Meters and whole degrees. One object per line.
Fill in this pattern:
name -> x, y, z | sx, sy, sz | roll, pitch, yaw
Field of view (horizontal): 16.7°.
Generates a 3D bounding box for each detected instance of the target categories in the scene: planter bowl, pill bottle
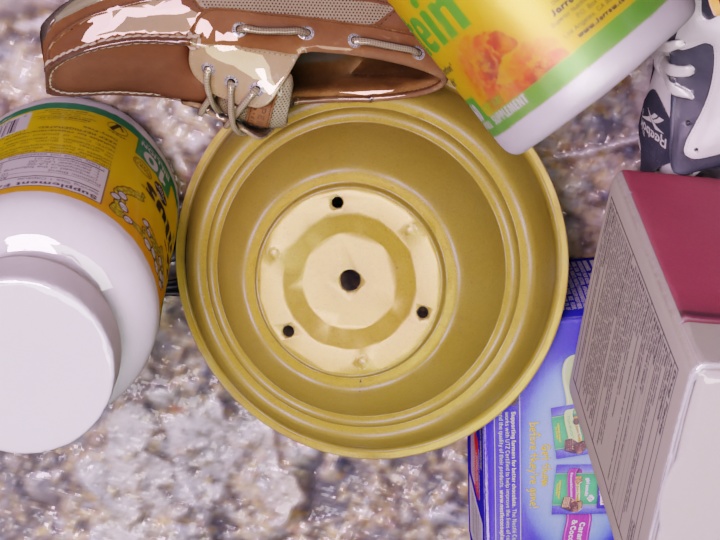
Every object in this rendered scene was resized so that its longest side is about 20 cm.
planter bowl -> 0.000, 0.000, 1.188 | 0.199, 0.083, 0.202 | 1, 97, 7
pill bottle -> 0.050, -0.163, 1.107 | 0.111, 0.111, 0.200 | -38, 93, 14
pill bottle -> -0.145, 0.002, 1.140 | 0.112, 0.200, 0.114 | 0, 113, 0

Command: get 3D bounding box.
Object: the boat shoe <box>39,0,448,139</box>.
boat shoe -> -0.050, -0.104, 1.154 | 0.198, 0.074, 0.076 | -9, 159, -7

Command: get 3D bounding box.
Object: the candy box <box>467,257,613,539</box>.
candy box -> 0.158, 0.078, 1.302 | 0.198, 0.077, 0.170 | -4, 118, -4

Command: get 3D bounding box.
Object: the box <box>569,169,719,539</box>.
box -> 0.173, 0.055, 1.138 | 0.108, 0.200, 0.129 | 6, 117, -8

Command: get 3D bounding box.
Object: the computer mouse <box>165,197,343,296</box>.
computer mouse -> -0.031, -0.026, 1.244 | 0.199, 0.034, 0.059 | -21, 120, 5

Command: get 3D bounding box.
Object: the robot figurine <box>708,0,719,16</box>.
robot figurine -> 0.181, -0.185, 1.087 | 0.058, 0.201, 0.146 | -13, 123, 23

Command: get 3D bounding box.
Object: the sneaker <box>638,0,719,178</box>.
sneaker -> 0.154, -0.107, 1.196 | 0.198, 0.080, 0.130 | 28, 111, -23
